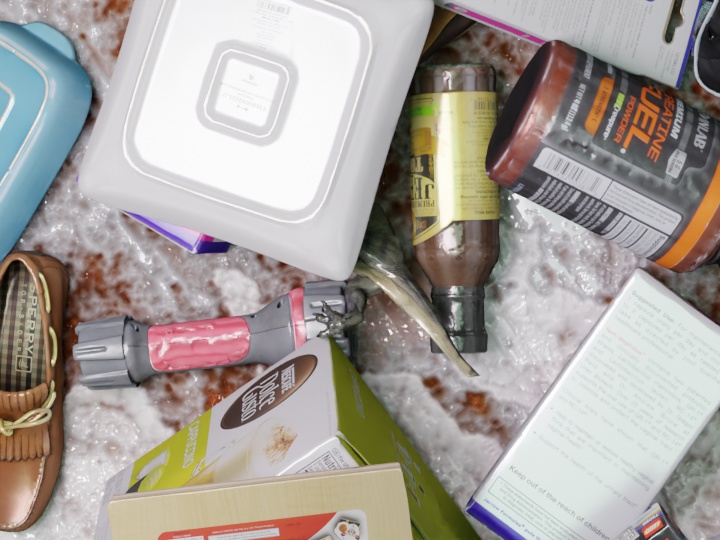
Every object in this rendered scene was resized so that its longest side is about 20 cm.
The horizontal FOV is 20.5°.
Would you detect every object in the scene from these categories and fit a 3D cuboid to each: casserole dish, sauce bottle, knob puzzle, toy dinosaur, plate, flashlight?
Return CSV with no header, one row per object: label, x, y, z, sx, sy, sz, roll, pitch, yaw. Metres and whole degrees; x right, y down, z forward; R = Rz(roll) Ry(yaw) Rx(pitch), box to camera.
casserole dish,-0.279,-0.092,1.446,0.121,0.039,0.201,33,94,19
sauce bottle,0.067,-0.042,1.390,0.064,0.065,0.202,-2,89,9
knob puzzle,-0.051,0.215,1.199,0.217,0.030,0.222,-1,107,-4
toy dinosaur,0.000,0.000,1.361,0.088,0.048,0.201,-14,57,-28
plate,-0.072,-0.116,1.311,0.198,0.032,0.202,18,93,8
flashlight,-0.103,0.050,1.414,0.198,0.068,0.068,-6,124,4

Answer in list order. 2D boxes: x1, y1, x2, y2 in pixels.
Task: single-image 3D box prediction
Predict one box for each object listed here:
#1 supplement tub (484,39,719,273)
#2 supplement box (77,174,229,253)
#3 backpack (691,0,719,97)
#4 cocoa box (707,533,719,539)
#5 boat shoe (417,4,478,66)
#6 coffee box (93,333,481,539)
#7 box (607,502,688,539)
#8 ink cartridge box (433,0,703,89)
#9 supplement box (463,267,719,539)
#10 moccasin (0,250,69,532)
supplement tub,0.191,-0.068,1.339,0.199,0.107,0.108,26,95,-7
supplement box,-0.099,-0.124,1.389,0.103,0.101,0.201,30,95,7
backpack,0.314,-0.182,1.282,0.176,0.200,0.152,20,74,9
cocoa box,0.265,0.247,1.326,0.199,0.133,0.132,-29,89,8
boat shoe,0.058,-0.198,1.385,0.199,0.070,0.071,-37,92,-13
coffee box,-0.041,0.196,1.315,0.197,0.200,0.201,-34,106,8
box,0.189,0.261,1.227,0.137,0.040,0.200,-38,104,8
ink cartridge box,0.140,-0.199,1.358,0.198,0.037,0.096,19,83,-18
supplement box,0.171,0.106,1.357,0.103,0.101,0.201,34,96,7
moccasin,-0.247,0.088,1.435,0.073,0.078,0.203,11,93,9
